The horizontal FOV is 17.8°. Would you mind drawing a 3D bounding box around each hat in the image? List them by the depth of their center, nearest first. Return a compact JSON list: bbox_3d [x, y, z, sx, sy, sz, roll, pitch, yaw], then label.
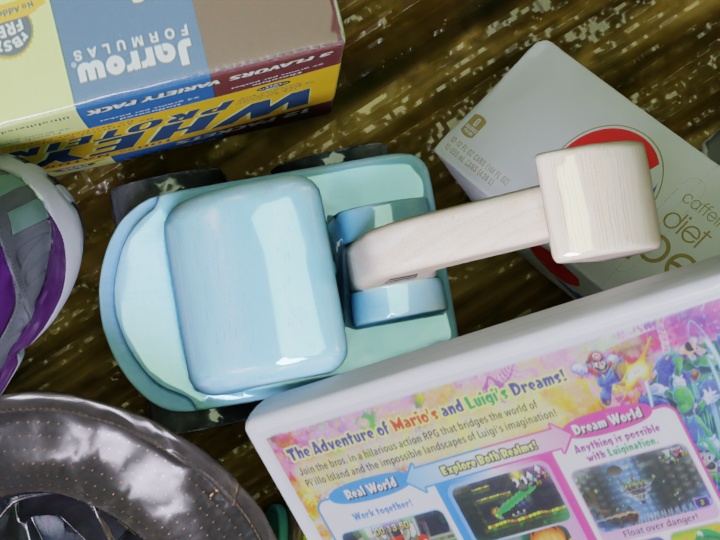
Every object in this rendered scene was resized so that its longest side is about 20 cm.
[{"bbox_3d":[-0.119,0.118,0.854,0.199,0.081,0.202,0,114,-1],"label":"hat"}]

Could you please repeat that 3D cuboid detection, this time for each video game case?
[{"bbox_3d":[0.082,0.099,0.784,0.199,0.024,0.183,-18,109,32],"label":"video game case"}]

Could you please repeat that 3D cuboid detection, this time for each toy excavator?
[{"bbox_3d":[0.000,0.000,0.813,0.193,0.200,0.101,-10,88,-1],"label":"toy excavator"}]

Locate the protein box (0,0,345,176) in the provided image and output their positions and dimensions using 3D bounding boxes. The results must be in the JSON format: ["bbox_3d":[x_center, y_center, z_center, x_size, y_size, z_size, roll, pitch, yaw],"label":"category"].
[{"bbox_3d":[-0.095,-0.148,0.819,0.134,0.199,0.201,-14,88,-3],"label":"protein box"}]

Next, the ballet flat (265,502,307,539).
[{"bbox_3d":[-0.021,0.187,0.876,0.067,0.067,0.201,14,85,-16],"label":"ballet flat"}]

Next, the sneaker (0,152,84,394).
[{"bbox_3d":[-0.163,0.054,0.748,0.074,0.088,0.201,26,101,8],"label":"sneaker"}]

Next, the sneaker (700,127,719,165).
[{"bbox_3d":[0.230,-0.036,0.891,0.198,0.077,0.079,2,89,-1],"label":"sneaker"}]

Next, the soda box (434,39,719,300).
[{"bbox_3d":[0.118,-0.001,0.835,0.064,0.068,0.200,-46,52,-4],"label":"soda box"}]
